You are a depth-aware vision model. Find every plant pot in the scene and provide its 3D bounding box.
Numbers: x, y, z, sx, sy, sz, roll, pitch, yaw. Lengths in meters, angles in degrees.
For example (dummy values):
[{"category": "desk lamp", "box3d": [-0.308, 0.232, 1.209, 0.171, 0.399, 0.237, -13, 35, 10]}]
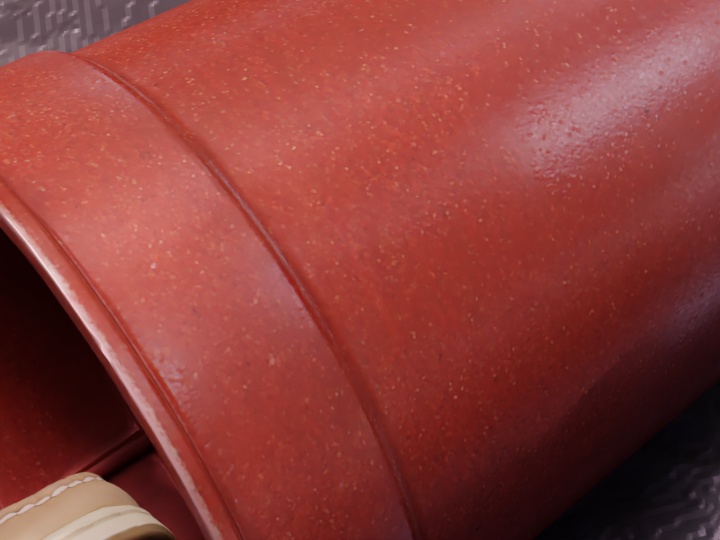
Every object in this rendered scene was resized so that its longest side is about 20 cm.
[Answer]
[{"category": "plant pot", "box3d": [0.000, 0.000, 0.659, 0.195, 0.201, 0.201, -32, 55, -21]}]

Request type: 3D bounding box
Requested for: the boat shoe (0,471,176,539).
[{"category": "boat shoe", "box3d": [-0.135, 0.095, 0.546, 0.199, 0.074, 0.067, -31, 63, -8]}]
